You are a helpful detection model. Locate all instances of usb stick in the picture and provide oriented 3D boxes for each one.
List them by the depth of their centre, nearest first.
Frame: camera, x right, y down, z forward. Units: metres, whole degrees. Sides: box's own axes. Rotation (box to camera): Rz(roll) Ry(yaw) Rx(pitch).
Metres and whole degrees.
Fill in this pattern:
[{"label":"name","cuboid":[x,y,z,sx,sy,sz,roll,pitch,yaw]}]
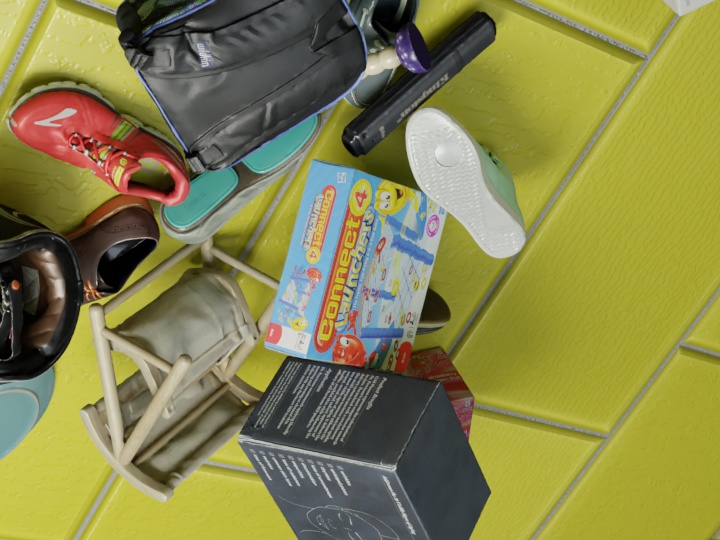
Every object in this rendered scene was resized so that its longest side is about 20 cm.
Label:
[{"label":"usb stick","cuboid":[0.061,-0.192,1.594,0.200,0.033,0.055,-42,168,-7]}]

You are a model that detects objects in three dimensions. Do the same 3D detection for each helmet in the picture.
[{"label":"helmet","cuboid":[-0.384,0.020,1.470,0.190,0.200,0.200,7,136,22]}]

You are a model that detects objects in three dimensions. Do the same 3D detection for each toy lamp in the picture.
[{"label":"toy lamp","cuboid":[-0.033,-0.189,1.530,0.200,0.058,0.058,-20,136,19]}]

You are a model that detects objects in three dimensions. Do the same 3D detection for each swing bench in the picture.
[{"label":"swing bench","cuboid":[-0.181,0.095,1.614,0.199,0.130,0.200,-40,152,-47]}]

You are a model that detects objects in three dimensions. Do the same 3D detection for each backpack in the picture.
[{"label":"backpack","cuboid":[-0.109,-0.219,1.442,0.200,0.147,0.183,-27,133,2]}]

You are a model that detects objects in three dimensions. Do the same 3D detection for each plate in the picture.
[{"label":"plate","cuboid":[-0.403,0.167,1.637,0.200,0.026,0.200,-33,154,-19]}]

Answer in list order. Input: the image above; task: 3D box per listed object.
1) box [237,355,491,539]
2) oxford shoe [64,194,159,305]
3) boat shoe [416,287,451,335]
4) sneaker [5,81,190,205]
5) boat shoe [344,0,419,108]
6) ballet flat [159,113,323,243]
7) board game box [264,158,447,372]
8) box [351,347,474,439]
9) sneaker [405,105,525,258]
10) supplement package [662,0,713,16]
[{"label":"box","cuboid":[0.007,0.209,1.658,0.124,0.196,0.200,-58,141,-32]},{"label":"oxford shoe","cuboid":[-0.289,0.005,1.583,0.200,0.073,0.071,-40,133,8]},{"label":"boat shoe","cuboid":[0.007,0.049,1.773,0.200,0.073,0.065,7,133,-26]},{"label":"sneaker","cuboid":[-0.244,-0.118,1.499,0.200,0.085,0.077,20,114,-37]},{"label":"boat shoe","cuboid":[0.019,-0.240,1.546,0.073,0.062,0.200,-7,130,-25]},{"label":"ballet flat","cuboid":[-0.121,-0.101,1.597,0.200,0.067,0.064,-38,163,-3]},{"label":"board game box","cuboid":[0.000,0.000,1.635,0.196,0.056,0.200,13,92,-57]},{"label":"box","cuboid":[0.025,0.173,1.853,0.200,0.100,0.096,-10,129,-18]},{"label":"sneaker","cuboid":[0.106,-0.115,1.667,0.074,0.118,0.200,-28,122,16]},{"label":"supplement package","cuboid":[0.376,-0.371,1.577,0.200,0.121,0.120,-25,132,-6]}]
